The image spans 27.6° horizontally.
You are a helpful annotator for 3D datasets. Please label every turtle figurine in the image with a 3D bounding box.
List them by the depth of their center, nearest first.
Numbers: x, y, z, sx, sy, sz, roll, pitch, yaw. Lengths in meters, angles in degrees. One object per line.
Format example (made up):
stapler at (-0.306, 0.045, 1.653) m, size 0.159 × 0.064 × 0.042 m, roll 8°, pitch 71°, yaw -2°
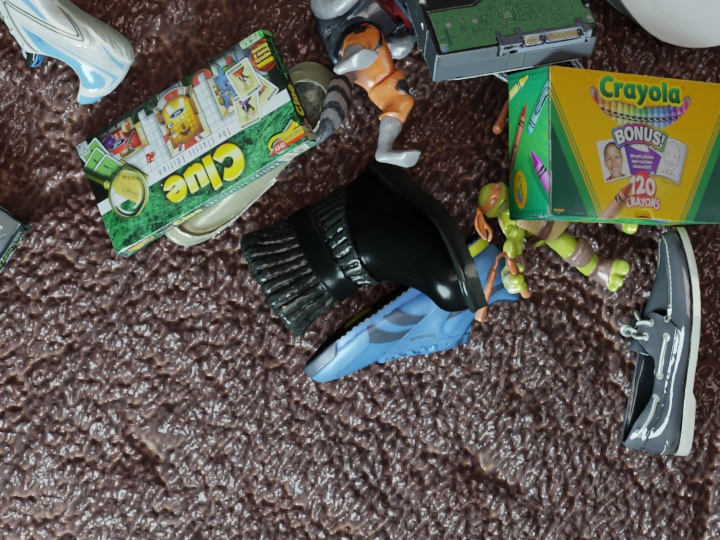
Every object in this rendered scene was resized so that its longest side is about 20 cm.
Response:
turtle figurine at (0.156, -0.035, 1.253) m, size 0.160 × 0.064 × 0.203 m, roll 19°, pitch 70°, yaw -24°

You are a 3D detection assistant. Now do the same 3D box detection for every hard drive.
hard drive at (0.099, -0.249, 1.200) m, size 0.138 × 0.038 × 0.202 m, roll -11°, pitch 58°, yaw -10°

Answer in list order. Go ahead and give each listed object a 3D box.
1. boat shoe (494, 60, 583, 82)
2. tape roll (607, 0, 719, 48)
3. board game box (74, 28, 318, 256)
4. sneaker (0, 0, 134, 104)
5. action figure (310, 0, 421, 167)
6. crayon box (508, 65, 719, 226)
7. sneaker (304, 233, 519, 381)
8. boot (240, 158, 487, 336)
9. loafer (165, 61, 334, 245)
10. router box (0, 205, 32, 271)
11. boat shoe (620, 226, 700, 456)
boat shoe at (0.125, -0.197, 1.260) m, size 0.200 × 0.068 × 0.072 m, roll 43°, pitch 87°, yaw -5°
tape roll at (0.288, -0.293, 1.230) m, size 0.199 × 0.071 × 0.205 m, roll -8°, pitch 118°, yaw -14°
board game box at (-0.138, -0.104, 1.212) m, size 0.198 × 0.023 × 0.106 m, roll -29°, pitch 79°, yaw 19°
sneaker at (-0.279, -0.220, 1.224) m, size 0.200 × 0.072 × 0.073 m, roll 42°, pitch 96°, yaw -1°
action figure at (-0.014, -0.202, 1.197) m, size 0.104 × 0.195 × 0.200 m, roll -30°, pitch 130°, yaw 17°
crayon box at (0.216, -0.100, 1.218) m, size 0.198 × 0.058 × 0.121 m, roll 0°, pitch 88°, yaw -31°
sneaker at (0.047, 0.050, 1.260) m, size 0.199 × 0.066 × 0.079 m, roll -33°, pitch 97°, yaw -4°
boot at (0.001, 0.002, 1.200) m, size 0.157 × 0.211 × 0.080 m, roll -31°, pitch 125°, yaw -7°
loafer at (-0.097, -0.103, 1.241) m, size 0.076 × 0.068 × 0.200 m, roll 44°, pitch 87°, yaw -4°
router box at (-0.398, -0.031, 1.218) m, size 0.199 × 0.062 × 0.151 m, roll 34°, pitch 87°, yaw -5°
boat shoe at (0.258, 0.063, 1.271) m, size 0.062 × 0.073 × 0.203 m, roll 0°, pitch 102°, yaw 2°
